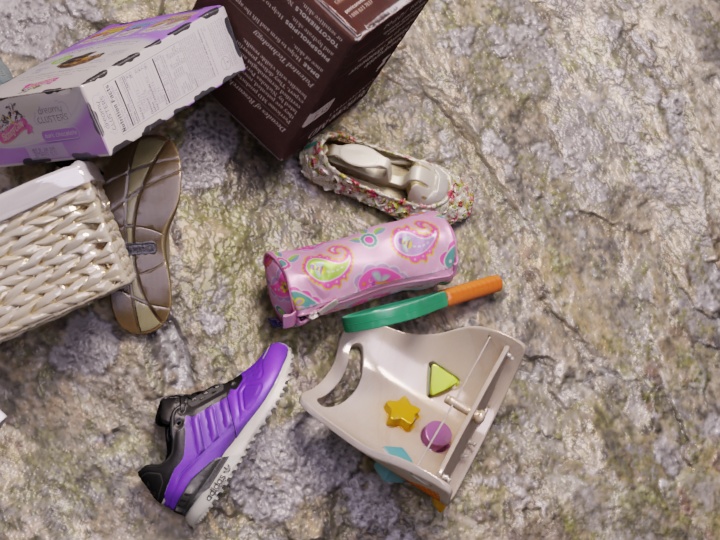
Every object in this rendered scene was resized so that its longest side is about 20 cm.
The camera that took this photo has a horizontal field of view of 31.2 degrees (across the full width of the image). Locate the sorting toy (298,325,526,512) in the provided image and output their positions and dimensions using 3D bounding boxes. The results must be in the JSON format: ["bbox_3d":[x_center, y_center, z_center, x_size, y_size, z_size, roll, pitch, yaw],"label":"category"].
[{"bbox_3d":[0.040,0.131,1.290,0.180,0.107,0.200,26,50,10],"label":"sorting toy"}]

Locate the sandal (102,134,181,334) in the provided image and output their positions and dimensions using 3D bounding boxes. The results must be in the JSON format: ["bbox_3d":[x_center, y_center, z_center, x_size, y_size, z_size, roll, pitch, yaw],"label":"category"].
[{"bbox_3d":[-0.221,-0.036,1.299,0.080,0.054,0.200,0,89,-8],"label":"sandal"}]

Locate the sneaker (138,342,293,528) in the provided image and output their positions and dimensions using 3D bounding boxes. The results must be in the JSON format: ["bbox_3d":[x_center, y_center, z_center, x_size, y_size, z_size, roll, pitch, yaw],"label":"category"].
[{"bbox_3d":[-0.144,0.140,1.253,0.099,0.070,0.200,32,69,0],"label":"sneaker"}]

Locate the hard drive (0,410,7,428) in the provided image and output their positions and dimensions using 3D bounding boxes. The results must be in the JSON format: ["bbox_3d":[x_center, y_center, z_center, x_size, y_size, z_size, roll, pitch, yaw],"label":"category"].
[{"bbox_3d":[-0.416,0.098,1.167,0.200,0.132,0.025,43,46,1],"label":"hard drive"}]

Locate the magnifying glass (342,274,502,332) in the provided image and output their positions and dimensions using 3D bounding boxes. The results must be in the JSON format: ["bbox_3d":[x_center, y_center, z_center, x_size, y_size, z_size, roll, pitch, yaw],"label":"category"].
[{"bbox_3d":[0.067,0.033,1.324,0.200,0.080,0.022,-12,90,-37],"label":"magnifying glass"}]

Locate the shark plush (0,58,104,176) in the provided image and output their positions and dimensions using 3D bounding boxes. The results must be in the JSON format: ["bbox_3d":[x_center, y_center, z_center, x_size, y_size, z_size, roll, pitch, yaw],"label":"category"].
[{"bbox_3d":[-0.334,-0.162,1.298,0.200,0.091,0.083,30,39,1],"label":"shark plush"}]

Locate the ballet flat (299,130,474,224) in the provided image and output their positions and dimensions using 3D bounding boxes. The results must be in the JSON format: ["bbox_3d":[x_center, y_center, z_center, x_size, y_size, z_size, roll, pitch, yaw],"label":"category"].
[{"bbox_3d":[0.033,-0.097,1.367,0.200,0.064,0.076,14,70,-10],"label":"ballet flat"}]

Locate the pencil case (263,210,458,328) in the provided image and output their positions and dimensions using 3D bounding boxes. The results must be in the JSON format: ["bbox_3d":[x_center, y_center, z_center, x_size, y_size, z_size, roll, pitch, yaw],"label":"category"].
[{"bbox_3d":[0.000,0.000,1.318,0.200,0.087,0.088,-16,79,-19],"label":"pencil case"}]

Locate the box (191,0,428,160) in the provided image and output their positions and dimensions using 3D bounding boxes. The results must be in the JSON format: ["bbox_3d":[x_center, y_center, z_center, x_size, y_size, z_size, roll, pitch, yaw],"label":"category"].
[{"bbox_3d":[-0.055,-0.256,1.293,0.164,0.200,0.166,43,49,4],"label":"box"}]

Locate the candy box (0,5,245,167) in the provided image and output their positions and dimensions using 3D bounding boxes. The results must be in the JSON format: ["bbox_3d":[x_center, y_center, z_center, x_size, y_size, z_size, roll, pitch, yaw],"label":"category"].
[{"bbox_3d":[-0.239,-0.176,1.229,0.200,0.168,0.072,-42,121,-42],"label":"candy box"}]

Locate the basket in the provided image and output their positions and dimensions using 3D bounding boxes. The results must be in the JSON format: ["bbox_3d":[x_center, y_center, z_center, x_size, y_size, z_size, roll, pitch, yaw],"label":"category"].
[{"bbox_3d":[-0.318,-0.008,1.197,0.200,0.136,0.124,-23,96,-4],"label":"basket"}]
